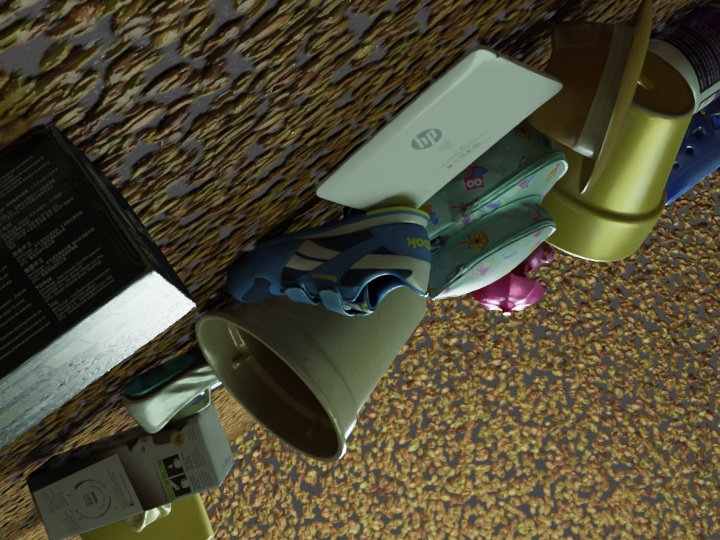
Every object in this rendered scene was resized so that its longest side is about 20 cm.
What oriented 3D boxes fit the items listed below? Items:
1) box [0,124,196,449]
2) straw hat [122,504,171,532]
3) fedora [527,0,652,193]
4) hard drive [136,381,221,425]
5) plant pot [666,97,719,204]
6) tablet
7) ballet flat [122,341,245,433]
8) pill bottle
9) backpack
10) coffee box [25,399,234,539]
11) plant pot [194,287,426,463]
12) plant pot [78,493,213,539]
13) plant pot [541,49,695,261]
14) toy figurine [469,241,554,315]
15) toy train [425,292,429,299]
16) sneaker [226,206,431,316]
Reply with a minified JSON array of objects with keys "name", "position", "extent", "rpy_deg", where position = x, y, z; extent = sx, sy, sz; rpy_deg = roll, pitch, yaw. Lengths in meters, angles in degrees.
[{"name":"box","position":[-0.194,0.034,0.717],"extent":[0.199,0.086,0.164],"rpy_deg":[-36,174,-3]},{"name":"straw hat","position":[-0.313,0.321,2.036],"extent":[0.200,0.085,0.202],"rpy_deg":[-32,156,-16]},{"name":"fedora","position":[0.199,-0.167,1.286],"extent":[0.201,0.081,0.202],"rpy_deg":[17,90,-87]},{"name":"hard drive","position":[-0.173,0.115,1.703],"extent":[0.200,0.042,0.135],"rpy_deg":[-38,174,17]},{"name":"plant pot","position":[0.561,-0.253,2.425],"extent":[0.200,0.180,0.200],"rpy_deg":[-40,172,35]},{"name":"tablet","position":[0.067,-0.112,1.220],"extent":[0.200,0.014,0.130],"rpy_deg":[-40,149,28]},{"name":"ballet flat","position":[-0.165,0.109,1.549],"extent":[0.199,0.070,0.069],"rpy_deg":[-32,173,-25]},{"name":"pill bottle","position":[0.420,-0.264,1.837],"extent":[0.199,0.113,0.112],"rpy_deg":[-33,174,-25]},{"name":"backpack","position":[0.108,-0.070,1.384],"extent":[0.200,0.154,0.176],"rpy_deg":[-44,167,13]},{"name":"coffee box","position":[-0.250,0.219,1.577],"extent":[0.198,0.080,0.113],"rpy_deg":[-20,-175,4]},{"name":"plant pot","position":[-0.036,0.059,1.474],"extent":[0.184,0.200,0.200],"rpy_deg":[-46,179,-24]},{"name":"plant pot","position":[-0.331,0.380,2.227],"extent":[0.199,0.177,0.200],"rpy_deg":[-35,174,-9]},{"name":"plant pot","position":[0.279,-0.146,1.632],"extent":[0.200,0.201,0.190],"rpy_deg":[-30,156,-47]},{"name":"toy figurine","position":[0.172,-0.040,1.805],"extent":[0.199,0.185,0.150],"rpy_deg":[-35,174,-16]},{"name":"toy train","position":[0.093,-0.052,1.578],"extent":[0.199,0.116,0.085],"rpy_deg":[-30,172,-46]},{"name":"sneaker","position":[-0.028,0.004,1.291],"extent":[0.198,0.083,0.074],"rpy_deg":[-15,168,17]}]
